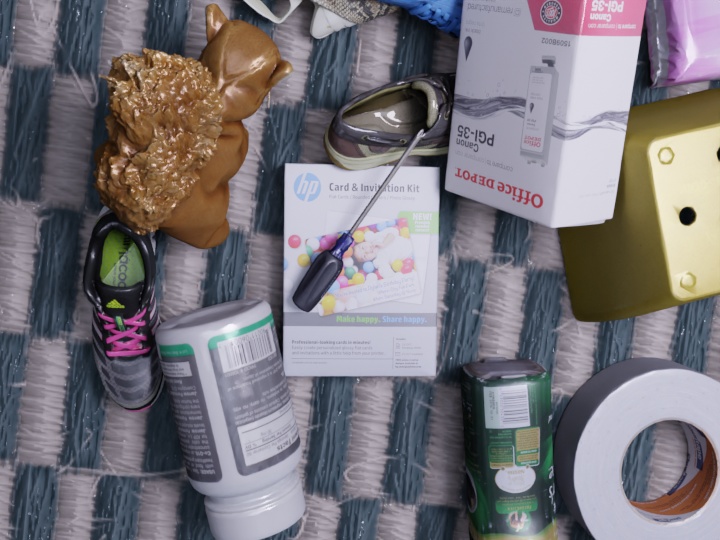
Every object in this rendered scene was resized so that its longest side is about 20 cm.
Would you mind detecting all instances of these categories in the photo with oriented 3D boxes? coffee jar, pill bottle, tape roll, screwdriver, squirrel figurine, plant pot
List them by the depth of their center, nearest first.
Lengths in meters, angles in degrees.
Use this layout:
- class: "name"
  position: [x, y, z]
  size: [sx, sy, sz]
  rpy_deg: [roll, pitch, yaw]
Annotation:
- class: "squirrel figurine"
  position: [-0.141, -0.128, 0.739]
  size: [0.141, 0.200, 0.187]
  rpy_deg: [41, 102, 1]
- class: "plant pot"
  position: [0.302, -0.061, 0.795]
  size: [0.195, 0.176, 0.205]
  rpy_deg: [-12, 94, -4]
- class: "screwdriver"
  position: [0.002, -0.045, 0.797]
  size: [0.201, 0.028, 0.029]
  rpy_deg: [-52, 141, 5]
- class: "pill bottle"
  position: [-0.117, 0.138, 0.801]
  size: [0.110, 0.113, 0.205]
  rpy_deg: [-12, 98, -4]
- class: "coffee jar"
  position: [0.145, 0.193, 0.835]
  size: [0.083, 0.104, 0.206]
  rpy_deg: [-3, 95, -2]
- class: "tape roll"
  position: [0.299, 0.194, 0.868]
  size: [0.195, 0.066, 0.206]
  rpy_deg: [0, 94, -4]

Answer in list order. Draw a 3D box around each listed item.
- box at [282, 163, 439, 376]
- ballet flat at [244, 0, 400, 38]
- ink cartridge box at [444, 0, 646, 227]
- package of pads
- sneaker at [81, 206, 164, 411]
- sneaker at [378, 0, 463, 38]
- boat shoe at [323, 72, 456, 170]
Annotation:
- class: "box"
  position: [0.000, 0.000, 0.841]
  size: [0.152, 0.041, 0.206]
  rpy_deg: [1, 93, -5]
- class: "ballet flat"
  position: [-0.057, -0.266, 0.808]
  size: [0.196, 0.068, 0.076]
  rpy_deg: [21, 112, -12]
- class: "ink cartridge box"
  position: [0.156, -0.153, 0.745]
  size: [0.081, 0.146, 0.205]
  rpy_deg: [-9, 112, -35]
- class: "package of pads"
  position: [0.377, -0.253, 0.839]
  size: [0.195, 0.076, 0.124]
  rpy_deg: [-9, 96, -4]
- class: "sneaker"
  position: [-0.222, 0.035, 0.800]
  size: [0.072, 0.087, 0.206]
  rpy_deg: [-2, 94, -5]
- class: "sneaker"
  position: [0.086, -0.248, 0.791]
  size: [0.196, 0.066, 0.080]
  rpy_deg: [-11, 110, -31]
- class: "boat shoe"
  position: [0.061, -0.148, 0.808]
  size: [0.196, 0.065, 0.074]
  rpy_deg: [-23, 79, -15]
